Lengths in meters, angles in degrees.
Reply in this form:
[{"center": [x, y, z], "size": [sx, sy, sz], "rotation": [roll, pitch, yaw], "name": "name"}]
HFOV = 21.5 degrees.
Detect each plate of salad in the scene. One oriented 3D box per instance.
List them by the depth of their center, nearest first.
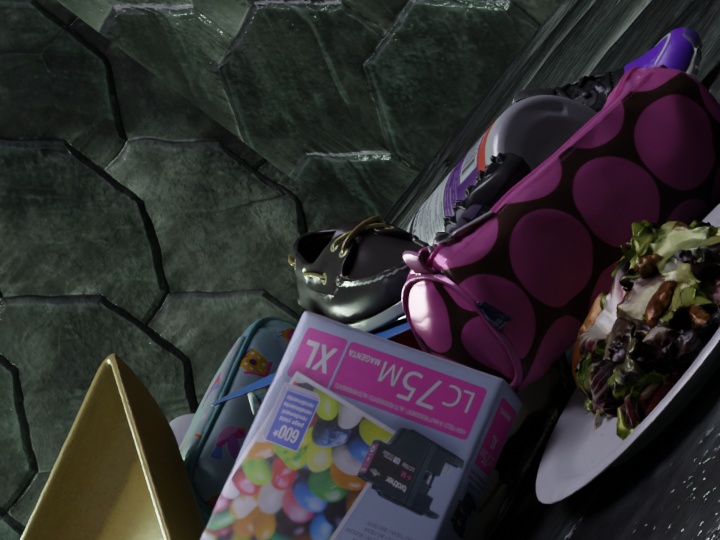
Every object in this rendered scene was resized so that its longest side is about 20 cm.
[{"center": [0.134, 0.020, 0.874], "size": [0.200, 0.048, 0.200], "rotation": [-52, 3, 4], "name": "plate of salad"}]

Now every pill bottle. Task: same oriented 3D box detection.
[{"center": [0.096, -0.023, 1.294], "size": [0.112, 0.111, 0.200], "rotation": [-56, 4, -37], "name": "pill bottle"}]

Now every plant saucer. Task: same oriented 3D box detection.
[{"center": [-0.138, 0.183, 1.076], "size": [0.200, 0.048, 0.200], "rotation": [-63, 32, 27], "name": "plant saucer"}]

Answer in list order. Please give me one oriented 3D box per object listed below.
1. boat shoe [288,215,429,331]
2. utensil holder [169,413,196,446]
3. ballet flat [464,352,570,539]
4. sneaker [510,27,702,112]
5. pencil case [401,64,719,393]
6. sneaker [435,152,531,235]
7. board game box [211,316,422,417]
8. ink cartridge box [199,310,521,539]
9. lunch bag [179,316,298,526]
[{"center": [0.000, 0.000, 1.162], "size": [0.072, 0.061, 0.201], "rotation": [-26, 5, -17], "name": "boat shoe"}, {"center": [-0.148, 0.242, 1.554], "size": [0.200, 0.170, 0.170], "rotation": [-52, 2, -37], "name": "utensil holder"}, {"center": [0.055, 0.099, 0.984], "size": [0.201, 0.072, 0.072], "rotation": [-56, 4, -37], "name": "ballet flat"}, {"center": [0.159, -0.107, 1.368], "size": [0.200, 0.099, 0.070], "rotation": [-52, 5, 25], "name": "sneaker"}, {"center": [0.111, -0.027, 0.985], "size": [0.200, 0.094, 0.091], "rotation": [-42, 11, -26], "name": "pencil case"}, {"center": [0.087, 0.011, 1.189], "size": [0.067, 0.090, 0.200], "rotation": [-50, -15, -43], "name": "sneaker"}, {"center": [0.015, 0.054, 1.088], "size": [0.158, 0.039, 0.200], "rotation": [-23, 0, -44], "name": "board game box"}, {"center": [-0.014, 0.130, 0.933], "size": [0.201, 0.119, 0.042], "rotation": [-67, -27, -11], "name": "ink cartridge box"}, {"center": [-0.031, 0.127, 1.174], "size": [0.077, 0.160, 0.200], "rotation": [-57, 6, 38], "name": "lunch bag"}]
